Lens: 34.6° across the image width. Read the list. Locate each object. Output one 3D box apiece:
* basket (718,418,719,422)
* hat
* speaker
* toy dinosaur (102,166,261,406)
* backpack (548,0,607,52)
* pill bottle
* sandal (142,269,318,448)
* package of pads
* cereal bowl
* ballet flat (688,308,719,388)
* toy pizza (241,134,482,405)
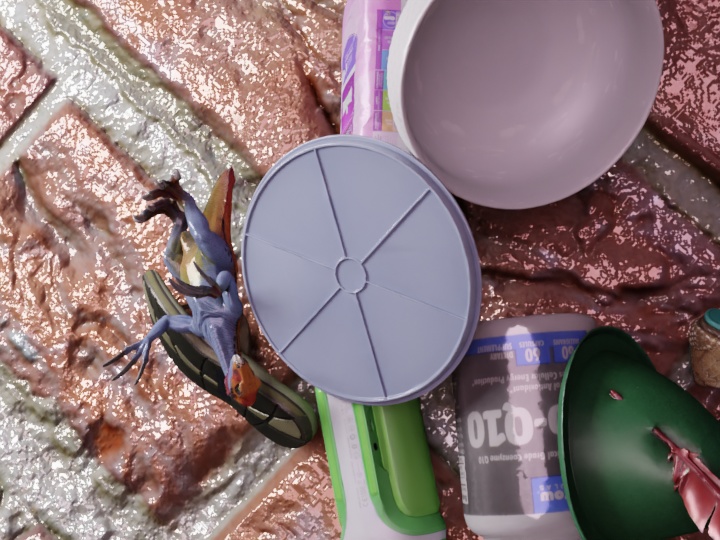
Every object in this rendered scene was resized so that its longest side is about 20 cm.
[{"bbox_3d":[0.331,0.183,0.781,0.139,0.176,0.200,-45,94,6],"label":"basket"},{"bbox_3d":[0.248,0.126,0.776,0.176,0.165,0.201,-12,77,41],"label":"hat"},{"bbox_3d":[0.011,0.132,0.906,0.088,0.088,0.201,-13,80,12],"label":"speaker"},{"bbox_3d":[-0.107,0.012,0.901,0.182,0.200,0.105,56,141,4],"label":"toy dinosaur"},{"bbox_3d":[0.132,-0.269,0.903,0.200,0.127,0.167,29,89,10],"label":"backpack"},{"bbox_3d":[0.130,0.137,0.862,0.113,0.114,0.201,-7,81,13],"label":"pill bottle"},{"bbox_3d":[-0.106,0.069,0.958,0.201,0.080,0.057,38,60,17],"label":"sandal"},{"bbox_3d":[0.025,-0.134,0.917,0.075,0.121,0.201,2,83,-7],"label":"package of pads"},{"bbox_3d":[0.108,-0.149,0.823,0.200,0.200,0.083,-44,32,5],"label":"cereal bowl"},{"bbox_3d":[0.340,0.084,0.852,0.200,0.071,0.065,17,115,18],"label":"ballet flat"},{"bbox_3d":[0.000,0.000,0.841,0.200,0.032,0.201,9,108,28],"label":"toy pizza"}]
